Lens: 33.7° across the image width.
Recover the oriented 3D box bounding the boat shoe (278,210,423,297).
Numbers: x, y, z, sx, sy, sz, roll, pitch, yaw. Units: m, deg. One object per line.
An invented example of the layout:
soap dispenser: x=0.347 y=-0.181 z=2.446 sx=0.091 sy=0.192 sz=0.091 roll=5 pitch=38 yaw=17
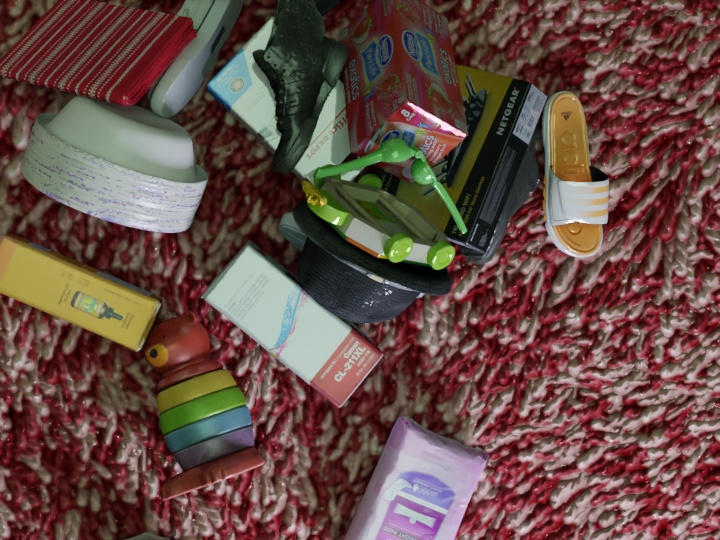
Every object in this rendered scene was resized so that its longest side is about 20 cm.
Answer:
boat shoe: x=-0.003 y=-0.031 z=1.442 sx=0.200 sy=0.072 sz=0.062 roll=25 pitch=72 yaw=-14

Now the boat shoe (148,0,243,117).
boat shoe: x=-0.205 y=-0.268 z=1.385 sx=0.066 sy=0.072 sz=0.200 roll=23 pitch=70 yaw=8

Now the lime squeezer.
lime squeezer: x=0.050 y=-0.101 z=1.285 sx=0.200 sy=0.038 sz=0.071 roll=19 pitch=86 yaw=-29

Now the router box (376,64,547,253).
router box: x=0.111 y=-0.139 z=1.406 sx=0.157 sy=0.052 sz=0.201 roll=21 pitch=89 yaw=36

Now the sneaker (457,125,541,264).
sneaker: x=0.177 y=-0.101 z=1.441 sx=0.091 sy=0.076 sz=0.201 roll=20 pitch=86 yaw=-44

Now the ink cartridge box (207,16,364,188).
ink cartridge box: x=-0.072 y=-0.188 z=1.420 sx=0.200 sy=0.068 sz=0.116 roll=44 pitch=86 yaw=-5

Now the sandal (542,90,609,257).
sandal: x=0.264 y=-0.117 z=1.454 sx=0.079 sy=0.059 sz=0.207 roll=-12 pitch=97 yaw=-22

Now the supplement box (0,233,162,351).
supplement box: x=-0.337 y=0.025 z=1.401 sx=0.200 sy=0.069 sz=0.067 roll=24 pitch=90 yaw=-5

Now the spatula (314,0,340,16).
spatula: x=-0.016 y=-0.337 z=1.416 sx=0.200 sy=0.021 sz=0.057 roll=-42 pitch=96 yaw=-20

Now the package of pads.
package of pads: x=0.063 y=0.288 z=1.450 sx=0.120 sy=0.076 sz=0.201 roll=24 pitch=89 yaw=-4

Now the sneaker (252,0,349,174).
sneaker: x=-0.084 y=-0.218 z=1.351 sx=0.104 sy=0.060 sz=0.200 roll=27 pitch=82 yaw=-15

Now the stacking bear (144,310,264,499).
stacking bear: x=-0.195 y=0.151 z=1.402 sx=0.121 sy=0.114 sz=0.201 roll=-24 pitch=82 yaw=37

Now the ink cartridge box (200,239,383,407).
ink cartridge box: x=-0.080 y=0.058 z=1.389 sx=0.200 sy=0.146 sz=0.083 roll=40 pitch=90 yaw=-7

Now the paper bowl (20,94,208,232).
paper bowl: x=-0.268 y=-0.127 z=1.328 sx=0.200 sy=0.201 sz=0.105 roll=20 pitch=102 yaw=-7

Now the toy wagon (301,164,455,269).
toy wagon: x=0.007 y=-0.060 z=1.297 sx=0.200 sy=0.155 sz=0.040 roll=8 pitch=118 yaw=-45

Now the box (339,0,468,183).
box: x=0.046 y=-0.214 z=1.355 sx=0.095 sy=0.200 sz=0.100 roll=25 pitch=133 yaw=-33

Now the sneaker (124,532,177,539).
sneaker: x=-0.274 y=0.406 z=1.408 sx=0.202 sy=0.077 sz=0.146 roll=-43 pitch=107 yaw=-13

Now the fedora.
fedora: x=0.000 y=0.000 z=1.340 sx=0.200 sy=0.201 sz=0.092 roll=28 pitch=110 yaw=-7

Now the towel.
towel: x=-0.298 y=-0.248 z=1.338 sx=0.199 sy=0.023 sz=0.145 roll=15 pitch=54 yaw=26
